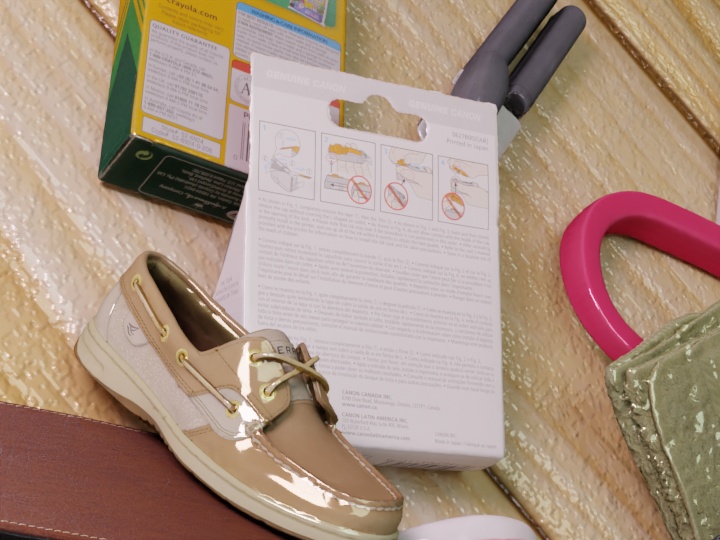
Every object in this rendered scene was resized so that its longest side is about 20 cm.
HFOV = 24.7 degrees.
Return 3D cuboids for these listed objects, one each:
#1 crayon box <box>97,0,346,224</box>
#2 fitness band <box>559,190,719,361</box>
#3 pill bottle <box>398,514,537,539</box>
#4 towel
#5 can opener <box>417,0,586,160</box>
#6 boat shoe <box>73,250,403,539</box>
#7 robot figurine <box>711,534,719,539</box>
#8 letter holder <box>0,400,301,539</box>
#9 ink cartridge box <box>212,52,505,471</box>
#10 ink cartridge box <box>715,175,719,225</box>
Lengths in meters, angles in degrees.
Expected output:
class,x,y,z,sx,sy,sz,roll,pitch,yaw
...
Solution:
class,x,y,z,sx,sy,sz,roll,pitch,yaw
crayon box,-0.072,-0.124,0.921,0.125,0.052,0.202,18,55,-25
fitness band,0.209,0.029,1.035,0.199,0.037,0.145,24,49,-22
pill bottle,0.054,0.224,0.758,0.108,0.109,0.202,3,62,-33
towel,0.228,0.118,0.958,0.148,0.036,0.202,-24,88,-31
can opener,0.098,-0.126,1.028,0.053,0.067,0.200,42,48,-6
boat shoe,-0.053,0.056,0.748,0.199,0.067,0.074,33,13,30
robot figurine,0.274,0.170,0.889,0.199,0.059,0.145,-35,53,-26
letter holder,-0.109,0.135,0.710,0.198,0.101,0.142,16,13,-29
ink cartridge box,0.000,0.000,0.870,0.160,0.050,0.202,8,71,-30
ink cartridge box,0.352,-0.052,1.146,0.199,0.086,0.149,27,52,-17
